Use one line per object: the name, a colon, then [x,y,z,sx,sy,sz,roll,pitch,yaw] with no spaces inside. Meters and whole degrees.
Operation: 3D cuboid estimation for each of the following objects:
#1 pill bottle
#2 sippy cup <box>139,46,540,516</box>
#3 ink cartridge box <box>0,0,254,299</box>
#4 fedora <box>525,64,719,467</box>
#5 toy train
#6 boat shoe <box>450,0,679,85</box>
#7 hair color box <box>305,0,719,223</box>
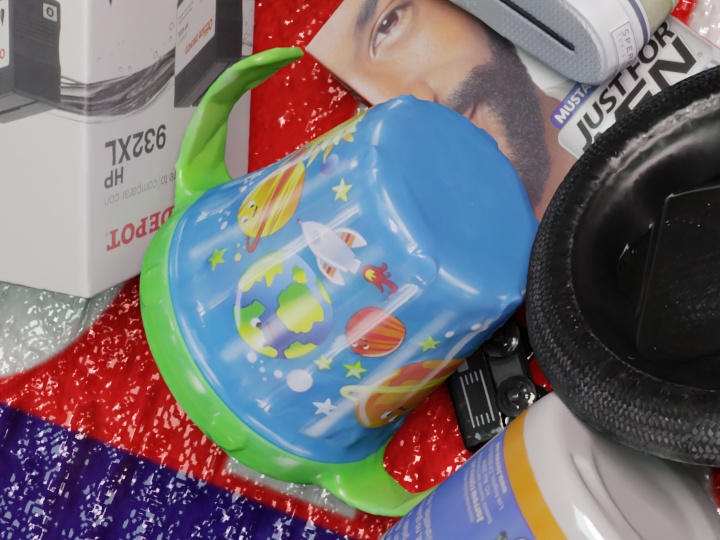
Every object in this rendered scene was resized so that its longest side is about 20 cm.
pill bottle: [0.041,0.147,0.724,0.200,0.112,0.112,-45,64,23]
sippy cup: [0.000,0.000,0.776,0.130,0.178,0.140,-37,22,36]
ink cartridge box: [-0.113,-0.105,0.824,0.083,0.145,0.201,11,108,22]
fedora: [0.166,0.009,0.703,0.199,0.092,0.202,-16,50,20]
toy train: [0.072,0.113,0.797,0.046,0.034,0.201,-21,69,18]
boat shoe: [0.051,-0.152,0.798,0.062,0.072,0.200,-39,67,-22]
hair color box: [0.086,-0.075,0.825,0.200,0.064,0.111,40,93,26]
